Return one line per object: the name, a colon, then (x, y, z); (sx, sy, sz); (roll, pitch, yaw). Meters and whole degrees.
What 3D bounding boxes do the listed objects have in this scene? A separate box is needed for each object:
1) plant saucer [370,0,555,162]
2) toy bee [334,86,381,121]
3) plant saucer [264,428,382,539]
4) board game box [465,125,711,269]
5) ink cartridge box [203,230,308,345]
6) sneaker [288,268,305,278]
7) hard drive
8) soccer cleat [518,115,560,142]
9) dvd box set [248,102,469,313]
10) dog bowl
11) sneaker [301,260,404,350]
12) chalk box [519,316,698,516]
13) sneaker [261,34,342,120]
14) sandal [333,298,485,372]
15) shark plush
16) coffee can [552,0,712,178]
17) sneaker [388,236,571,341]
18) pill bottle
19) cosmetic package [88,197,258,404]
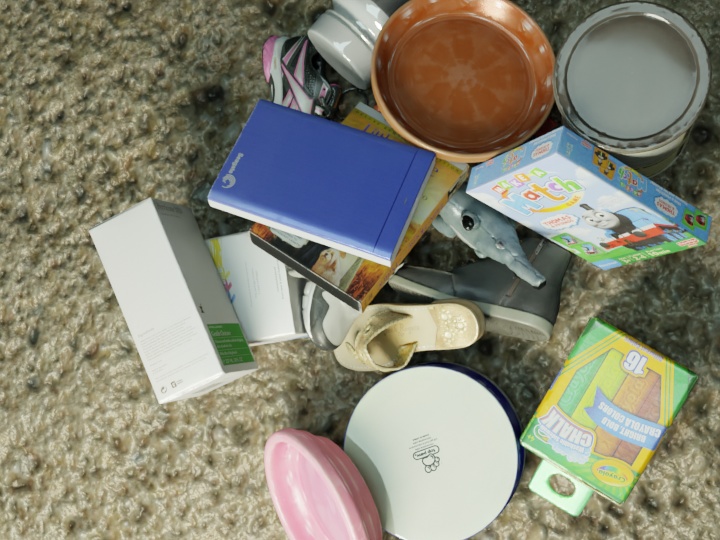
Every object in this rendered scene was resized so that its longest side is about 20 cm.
plant saucer: (0.110, -0.208, 1.050); (0.200, 0.032, 0.201); (1, 73, -5)
toy bee: (0.056, -0.169, 1.128); (0.200, 0.109, 0.131); (-5, 87, 13)
plant saucer: (-0.038, 0.266, 1.102); (0.051, 0.201, 0.201); (-21, 79, -28)
board game box: (0.232, -0.068, 1.010); (0.200, 0.151, 0.037); (27, 68, -21)
ink cartridge box: (-0.159, 0.030, 1.157); (0.200, 0.129, 0.126); (-11, 84, 14)
sneaker: (-0.048, -0.077, 1.084); (0.092, 0.076, 0.200); (-1, 56, -9)
hard drive: (-0.039, -0.094, 1.010); (0.200, 0.025, 0.132); (19, 66, 11)
soccer cleat: (0.178, -0.188, 1.121); (0.068, 0.085, 0.200); (-18, 59, -4)
dvd box set: (0.000, -0.071, 1.031); (0.146, 0.029, 0.200); (33, 68, 15)
dog bowl: (0.084, 0.205, 1.111); (0.200, 0.079, 0.201); (-1, 86, 14)
sneaker: (0.000, 0.000, 1.115); (0.080, 0.074, 0.200); (11, 70, 36)
chalk box: (0.252, 0.164, 1.048); (0.124, 0.124, 0.200); (29, 93, 14)
sneaker: (-0.063, -0.192, 1.171); (0.086, 0.080, 0.200); (-9, 85, 16)
sandal: (0.033, 0.077, 1.094); (0.211, 0.070, 0.078); (-15, 96, 36)
shark plush: (0.122, -0.042, 1.068); (0.091, 0.083, 0.200); (-39, 60, 19)
coffee can: (0.279, -0.177, 1.024); (0.146, 0.200, 0.147); (-1, 86, 14)
sneaker: (0.138, 0.007, 1.125); (0.200, 0.075, 0.106); (15, 70, 22)
pill bottle: (0.041, -0.311, 1.122); (0.113, 0.113, 0.200); (42, 87, 13)
cosmetic package: (-0.198, 0.032, 1.046); (0.085, 0.108, 0.200); (-25, 83, 12)
